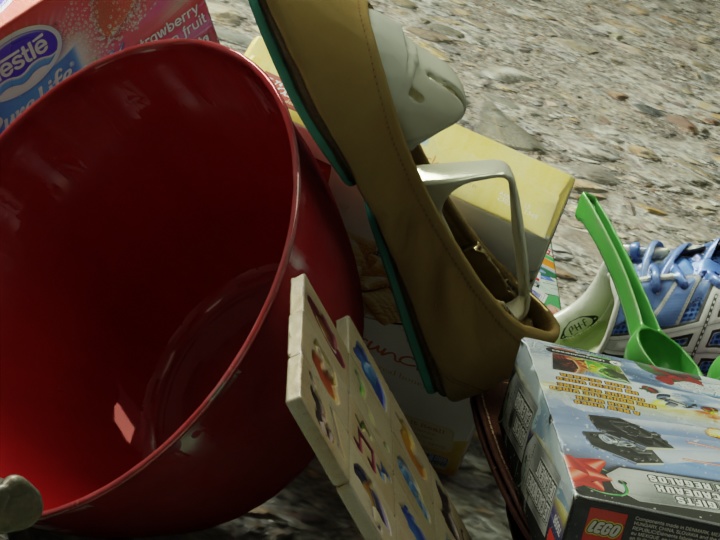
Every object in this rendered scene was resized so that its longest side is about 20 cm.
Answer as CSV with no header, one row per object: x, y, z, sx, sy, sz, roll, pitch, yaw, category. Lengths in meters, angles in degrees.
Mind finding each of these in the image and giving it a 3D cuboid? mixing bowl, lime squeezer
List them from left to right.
-0.072,0.023,0.923,0.108,0.201,0.200,37,2,-43,mixing bowl
0.145,0.028,0.940,0.038,0.071,0.199,38,-10,-38,lime squeezer

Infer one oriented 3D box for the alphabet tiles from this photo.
0.024,0.103,0.806,0.201,0.008,0.167,61,10,-20,alphabet tiles

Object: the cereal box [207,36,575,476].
0.000,0.000,1.021,0.143,0.201,0.040,24,57,6,cereal box

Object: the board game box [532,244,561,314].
0.002,-0.028,1.146,0.199,0.029,0.135,25,25,-12,board game box

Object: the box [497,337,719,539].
0.154,0.085,0.846,0.198,0.040,0.137,13,18,-8,box

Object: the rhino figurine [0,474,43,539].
-0.191,0.087,0.779,0.199,0.060,0.087,0,12,-42,rhino figurine

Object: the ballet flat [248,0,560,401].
0.020,-0.042,0.888,0.063,0.201,0.069,-20,32,8,ballet flat

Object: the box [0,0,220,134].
-0.173,-0.092,1.096,0.199,0.096,0.100,-36,45,-19,box

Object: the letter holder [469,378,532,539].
0.106,0.132,0.891,0.141,0.101,0.200,12,20,-16,letter holder

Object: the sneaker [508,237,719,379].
0.151,0.020,1.055,0.077,0.199,0.076,49,19,-30,sneaker
